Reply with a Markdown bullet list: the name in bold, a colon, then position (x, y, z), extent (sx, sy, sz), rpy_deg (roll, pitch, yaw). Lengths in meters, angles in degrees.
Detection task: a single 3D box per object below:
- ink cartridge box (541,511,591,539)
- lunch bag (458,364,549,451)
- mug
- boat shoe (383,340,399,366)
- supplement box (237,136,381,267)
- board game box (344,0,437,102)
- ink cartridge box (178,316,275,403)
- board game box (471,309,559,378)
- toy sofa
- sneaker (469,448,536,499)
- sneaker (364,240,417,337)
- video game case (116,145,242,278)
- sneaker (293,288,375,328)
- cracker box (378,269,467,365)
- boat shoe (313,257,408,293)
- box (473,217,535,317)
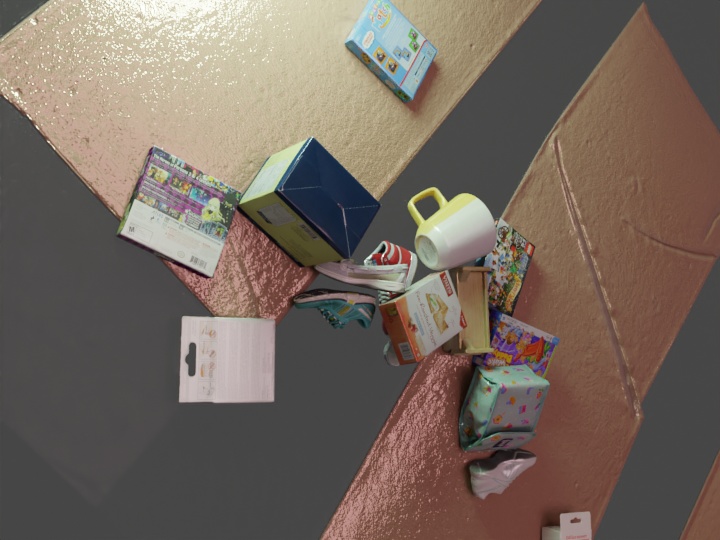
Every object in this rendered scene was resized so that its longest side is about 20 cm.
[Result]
- **ink cartridge box**: position (0.506, 0.695, 2.072), extent (0.114, 0.067, 0.206), rpy_deg (7, 83, -33)
- **lunch bag**: position (0.326, 0.330, 1.944), extent (0.167, 0.122, 0.205), rpy_deg (3, 109, -32)
- **mug**: position (0.192, -0.081, 1.906), extent (0.151, 0.185, 0.152), rpy_deg (-28, 129, -29)
- **boat shoe**: position (0.136, 0.143, 1.875), extent (0.200, 0.065, 0.074), rpy_deg (-46, 109, -28)
- **supplement box**: position (-0.106, -0.127, 1.658), extent (0.200, 0.198, 0.136), rpy_deg (43, 65, -22)
- **board game box**: position (0.072, -0.507, 1.911), extent (0.199, 0.036, 0.153), rpy_deg (39, 65, -25)
- **ink cartridge box**: position (-0.259, 0.173, 1.623), extent (0.196, 0.050, 0.165), rpy_deg (4, 84, -29)
- **board game box**: position (0.375, 0.192, 2.022), extent (0.197, 0.045, 0.137), rpy_deg (22, 90, -30)
- **toy sofa**: position (0.244, 0.092, 1.930), extent (0.081, 0.097, 0.206), rpy_deg (0, 85, -27)
- **sneaker**: position (0.334, 0.475, 1.985), extent (0.197, 0.070, 0.082), rpy_deg (-11, 107, -31)
- **sneaker**: position (0.055, 0.035, 1.828), extent (0.111, 0.071, 0.204), rpy_deg (28, 63, -33)
- **video game case**: position (-0.340, -0.108, 1.597), extent (0.197, 0.036, 0.185), rpy_deg (26, 72, -29)
- **sneaker**: position (-0.049, 0.081, 1.756), extent (0.196, 0.077, 0.082), rpy_deg (8, 90, -33)
- **cracker box**: position (0.137, 0.098, 1.803), extent (0.199, 0.057, 0.137), rpy_deg (-29, 100, -46)
- **boat shoe**: position (0.001, 0.000, 1.761), extent (0.197, 0.074, 0.066), rpy_deg (12, 88, -1)
- **box**: position (0.341, -0.004, 2.043), extent (0.135, 0.037, 0.204), rpy_deg (32, 69, -27)
